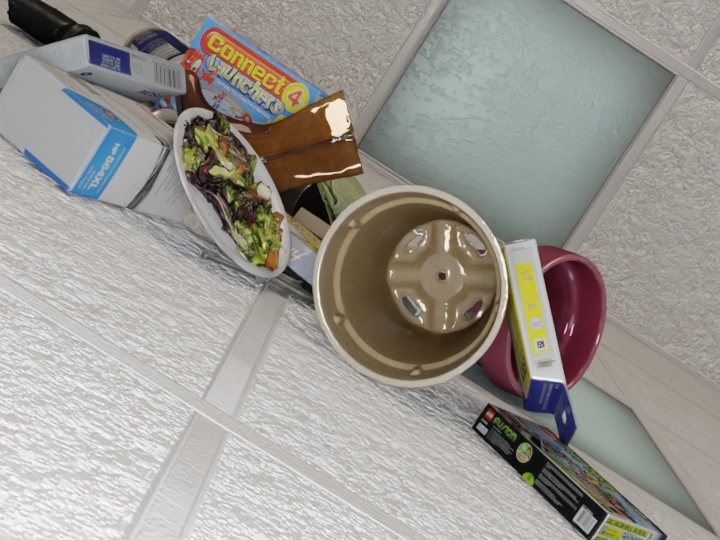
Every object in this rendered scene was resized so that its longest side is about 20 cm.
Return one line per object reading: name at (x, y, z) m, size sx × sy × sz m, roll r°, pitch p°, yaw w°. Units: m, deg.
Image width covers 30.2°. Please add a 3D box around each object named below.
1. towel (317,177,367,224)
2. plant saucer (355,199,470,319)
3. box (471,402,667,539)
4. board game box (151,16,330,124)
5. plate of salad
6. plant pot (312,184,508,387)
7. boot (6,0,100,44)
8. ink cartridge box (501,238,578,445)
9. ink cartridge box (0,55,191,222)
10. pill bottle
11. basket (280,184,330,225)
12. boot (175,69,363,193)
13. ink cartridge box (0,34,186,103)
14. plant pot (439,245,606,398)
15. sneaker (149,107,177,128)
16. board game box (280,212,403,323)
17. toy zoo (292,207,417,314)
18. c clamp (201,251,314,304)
towel at (-0.008, -0.075, 1.743) m, size 0.200 × 0.036 × 0.149 m, roll 52°, pitch 17°, yaw -51°
plant saucer at (0.053, -0.002, 1.601) m, size 0.200 × 0.031 × 0.200 m, roll 47°, pitch -3°, yaw 3°
box at (0.210, 0.214, 1.359) m, size 0.110 × 0.035 × 0.200 m, roll 26°, pitch 11°, yaw -42°
board game box at (-0.167, -0.195, 1.742) m, size 0.200 × 0.196 × 0.056 m, roll 35°, pitch 9°, yaw 19°
plate of salad at (-0.127, -0.087, 1.415) m, size 0.200 × 0.048 × 0.201 m, roll 46°, pitch 30°, yaw -35°
plant pot at (0.069, 0.011, 1.406) m, size 0.200 × 0.201 × 0.183 m, roll 34°, pitch 11°, yaw 10°
boot at (-0.469, -0.368, 2.033) m, size 0.162 × 0.074 × 0.198 m, roll 36°, pitch 2°, yaw 6°
ink cartridge box at (0.189, 0.089, 1.444) m, size 0.047 × 0.201 × 0.198 m, roll -8°, pitch -16°, yaw 2°
ink cartridge box at (-0.268, -0.134, 1.404) m, size 0.146 × 0.085 × 0.200 m, roll 38°, pitch 9°, yaw 26°
pill bottle at (-0.308, -0.318, 2.202) m, size 0.111 × 0.111 × 0.200 m, roll 24°, pitch 13°, yaw -46°
basket at (-0.082, -0.128, 1.912) m, size 0.180 × 0.136 × 0.200 m, roll 41°, pitch 6°, yaw -37°
boot at (-0.112, -0.177, 1.607) m, size 0.068 × 0.199 × 0.189 m, roll -69°, pitch 140°, yaw -87°
ink cartridge box at (-0.334, -0.214, 1.519) m, size 0.199 × 0.041 × 0.199 m, roll -7°, pitch -5°, yaw 25°
plant pot at (0.193, 0.054, 1.750) m, size 0.179 × 0.201 × 0.200 m, roll 19°, pitch -3°, yaw 44°
sneaker at (-0.250, -0.146, 1.625) m, size 0.082 × 0.078 × 0.200 m, roll 41°, pitch 18°, yaw 11°
board game box at (-0.034, 0.005, 1.562) m, size 0.200 × 0.035 × 0.135 m, roll 39°, pitch 6°, yaw 0°
toy zoo at (0.000, 0.000, 1.696) m, size 0.131 × 0.020 × 0.200 m, roll 34°, pitch -9°, yaw 30°
c clamp at (-0.121, -0.021, 1.503) m, size 0.170 × 0.027 × 0.200 m, roll 29°, pitch 10°, yaw -26°
